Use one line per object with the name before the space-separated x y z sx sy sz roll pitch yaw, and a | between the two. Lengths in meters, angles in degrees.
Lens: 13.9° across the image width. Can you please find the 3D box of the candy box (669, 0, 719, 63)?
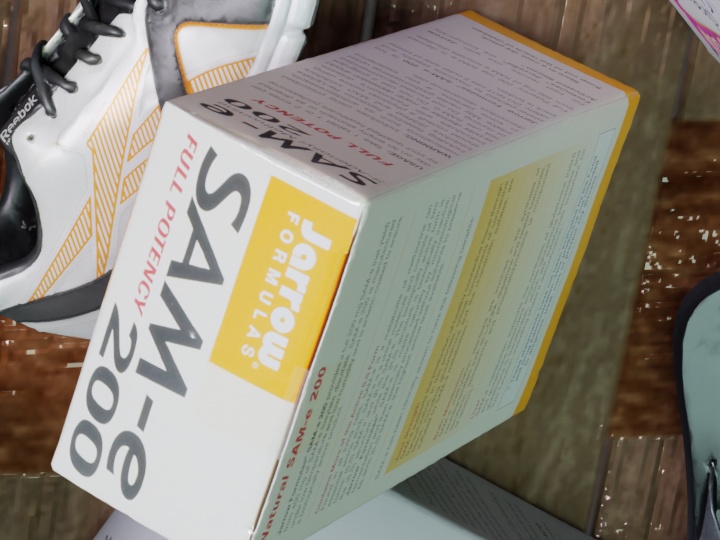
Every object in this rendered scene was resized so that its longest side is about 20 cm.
candy box | 0.119 -0.118 0.910 0.071 0.168 0.200 -40 124 4

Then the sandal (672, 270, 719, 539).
sandal | 0.154 0.098 1.094 0.076 0.043 0.201 -16 109 -1

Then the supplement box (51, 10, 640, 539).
supplement box | 0.000 0.000 0.922 0.200 0.073 0.127 -23 137 -60

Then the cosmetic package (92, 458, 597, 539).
cosmetic package | 0.011 0.120 1.059 0.199 0.074 0.102 28 104 -33

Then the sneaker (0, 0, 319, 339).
sneaker | -0.069 -0.061 0.924 0.080 0.074 0.201 10 113 -23
